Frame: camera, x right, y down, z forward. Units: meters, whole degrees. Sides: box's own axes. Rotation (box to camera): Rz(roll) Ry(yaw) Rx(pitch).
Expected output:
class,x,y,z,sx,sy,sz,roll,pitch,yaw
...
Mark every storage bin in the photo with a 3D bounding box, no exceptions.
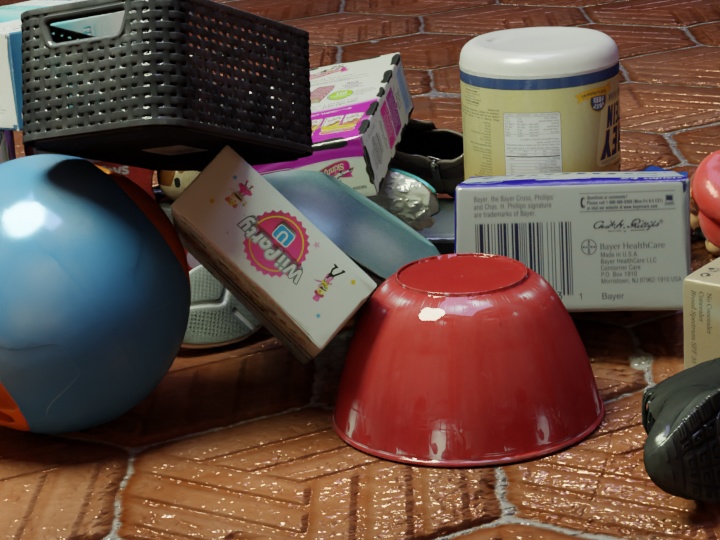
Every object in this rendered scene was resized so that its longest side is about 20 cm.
class,x,y,z,sx,sy,sz,roll,pitch,yaw
storage bin,-0.134,-0.129,1.348,0.134,0.095,0.200,-5,-6,30

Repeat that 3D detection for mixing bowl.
class,x,y,z,sx,sy,sz,roll,pitch,yaw
mixing bowl,0.075,0.053,1.364,0.198,0.109,0.200,-3,18,1

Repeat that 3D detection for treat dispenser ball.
class,x,y,z,sx,sy,sz,roll,pitch,yaw
treat dispenser ball,-0.222,0.017,1.375,0.199,0.202,0.201,-3,17,1

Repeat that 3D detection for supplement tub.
class,x,y,z,sx,sy,sz,roll,pitch,yaw
supplement tub,0.162,-0.109,1.705,0.143,0.201,0.145,-3,17,1

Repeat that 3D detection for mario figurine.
class,x,y,z,sx,sy,sz,roll,pitch,yaw
mario figurine,0.300,-0.048,1.742,0.124,0.106,0.200,-47,20,-13

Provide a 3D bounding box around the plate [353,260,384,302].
class,x,y,z,sx,sy,sz,roll,pitch,yaw
plate,0.000,0.000,1.545,0.199,0.026,0.200,33,5,-3

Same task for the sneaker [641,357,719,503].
class,x,y,z,sx,sy,sz,roll,pitch,yaw
sneaker,0.221,0.105,1.256,0.090,0.077,0.200,-5,7,31

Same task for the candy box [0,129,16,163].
class,x,y,z,sx,sy,sz,roll,pitch,yaw
candy box,-0.331,-0.039,1.633,0.071,0.169,0.200,-5,17,-6

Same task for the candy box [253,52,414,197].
class,x,y,z,sx,sy,sz,roll,pitch,yaw
candy box,-0.036,-0.122,1.706,0.135,0.061,0.200,-9,26,17

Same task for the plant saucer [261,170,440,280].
class,x,y,z,sx,sy,sz,roll,pitch,yaw
plant saucer,0.005,-0.033,1.527,0.200,0.039,0.201,34,5,-4

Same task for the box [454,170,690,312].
class,x,y,z,sx,sy,sz,roll,pitch,yaw
box,0.170,-0.025,1.536,0.182,0.106,0.200,-1,4,6

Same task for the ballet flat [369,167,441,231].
class,x,y,z,sx,sy,sz,roll,pitch,yaw
ballet flat,-0.008,-0.058,1.724,0.071,0.072,0.199,-16,19,-35

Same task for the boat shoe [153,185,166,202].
class,x,y,z,sx,sy,sz,roll,pitch,yaw
boat shoe,-0.175,-0.054,1.832,0.199,0.072,0.066,-9,23,0

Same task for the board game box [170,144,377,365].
class,x,y,z,sx,sy,sz,roll,pitch,yaw
board game box,-0.068,-0.007,1.405,0.064,0.147,0.200,-47,0,-7

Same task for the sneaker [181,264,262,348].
class,x,y,z,sx,sy,sz,roll,pitch,yaw
sneaker,-0.102,0.018,1.604,0.200,0.071,0.080,-32,2,-42

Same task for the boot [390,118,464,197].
class,x,y,z,sx,sy,sz,roll,pitch,yaw
boot,0.039,-0.109,1.847,0.198,0.071,0.146,3,-15,16

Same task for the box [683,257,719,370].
class,x,y,z,sx,sy,sz,roll,pitch,yaw
box,0.333,0.052,1.342,0.199,0.096,0.078,10,22,40

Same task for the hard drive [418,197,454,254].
class,x,y,z,sx,sy,sz,roll,pitch,yaw
hard drive,0.009,-0.035,1.786,0.198,0.033,0.140,0,17,9

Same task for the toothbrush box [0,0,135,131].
class,x,y,z,sx,sy,sz,roll,pitch,yaw
toothbrush box,-0.284,-0.185,1.672,0.146,0.086,0.200,8,18,36

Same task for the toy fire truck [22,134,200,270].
class,x,y,z,sx,sy,sz,roll,pitch,yaw
toy fire truck,-0.196,-0.071,1.709,0.199,0.169,0.112,-8,18,-14
